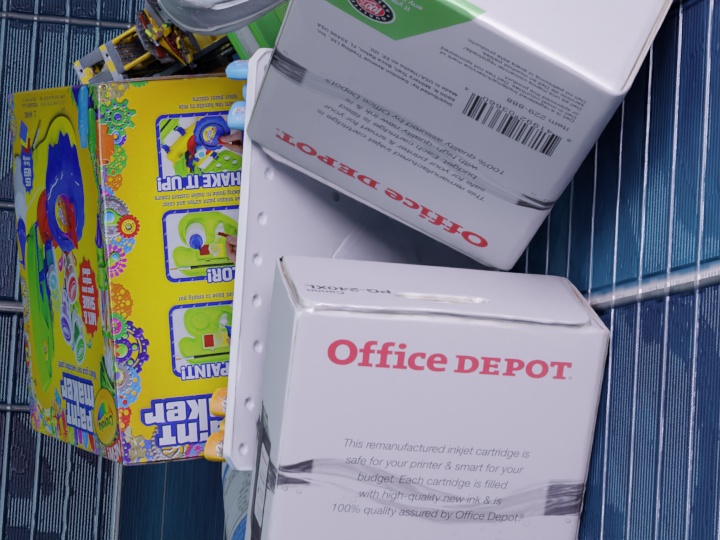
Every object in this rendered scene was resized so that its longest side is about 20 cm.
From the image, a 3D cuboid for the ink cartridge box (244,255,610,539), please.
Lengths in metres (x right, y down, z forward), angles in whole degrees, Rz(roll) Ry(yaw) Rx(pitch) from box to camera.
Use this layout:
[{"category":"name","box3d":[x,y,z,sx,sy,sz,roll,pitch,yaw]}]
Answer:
[{"category":"ink cartridge box","box3d":[0.025,0.100,1.216,0.083,0.144,0.201,-114,30,-70]}]

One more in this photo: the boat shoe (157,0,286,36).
[{"category":"boat shoe","box3d":[-0.009,-0.177,1.226,0.070,0.200,0.072,55,178,1]}]

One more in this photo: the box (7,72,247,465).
[{"category":"box","box3d":[-0.102,-0.006,1.398,0.200,0.121,0.194,-176,81,-69]}]

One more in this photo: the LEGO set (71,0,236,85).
[{"category":"LEGO set","box3d":[-0.080,-0.114,1.642,0.200,0.116,0.155,-4,-111,-60]}]

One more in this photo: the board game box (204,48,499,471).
[{"category":"board game box","box3d":[0.000,0.000,1.318,0.026,0.199,0.201,2,88,40]}]

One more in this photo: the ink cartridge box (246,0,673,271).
[{"category":"ink cartridge box","box3d":[0.041,-0.098,1.161,0.084,0.145,0.200,-62,1,-25]}]

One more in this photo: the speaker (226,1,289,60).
[{"category":"speaker","box3d":[-0.024,-0.136,1.434,0.201,0.088,0.088,59,169,-3]}]

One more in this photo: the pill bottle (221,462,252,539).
[{"category":"pill bottle","box3d":[-0.026,0.145,1.570,0.201,0.111,0.113,-98,16,-51]}]
